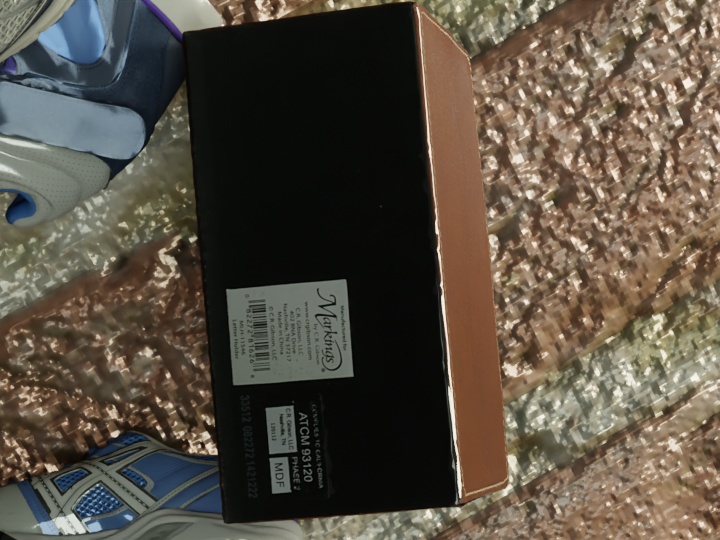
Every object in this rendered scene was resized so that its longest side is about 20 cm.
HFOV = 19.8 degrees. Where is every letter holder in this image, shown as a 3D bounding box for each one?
[{"bbox_3d":[0.000,0.000,0.885,0.100,0.142,0.201,-6,86,14],"label":"letter holder"}]

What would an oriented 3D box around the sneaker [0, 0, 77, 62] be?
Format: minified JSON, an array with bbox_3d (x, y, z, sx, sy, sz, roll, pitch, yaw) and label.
[{"bbox_3d":[-0.169,-0.093,0.777,0.077,0.085,0.200,38,115,4],"label":"sneaker"}]

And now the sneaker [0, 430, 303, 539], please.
[{"bbox_3d":[-0.121,0.118,0.924,0.199,0.077,0.076,-2,138,4],"label":"sneaker"}]

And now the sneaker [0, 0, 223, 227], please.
[{"bbox_3d":[-0.168,-0.108,0.848,0.200,0.081,0.147,41,88,-23],"label":"sneaker"}]
